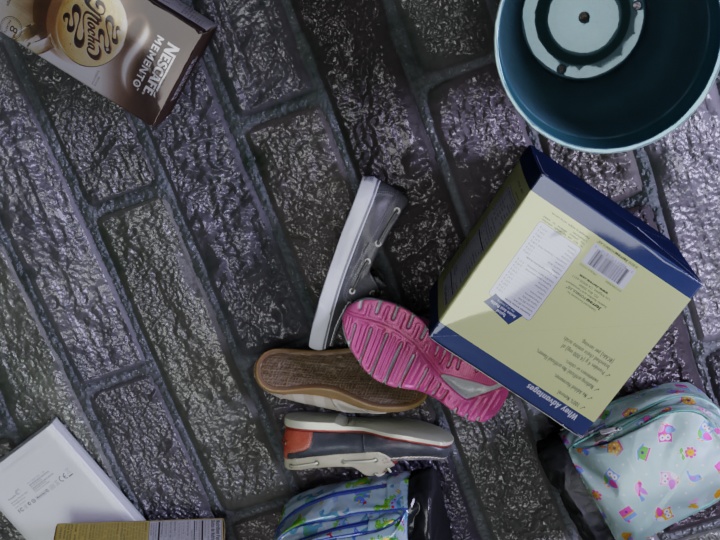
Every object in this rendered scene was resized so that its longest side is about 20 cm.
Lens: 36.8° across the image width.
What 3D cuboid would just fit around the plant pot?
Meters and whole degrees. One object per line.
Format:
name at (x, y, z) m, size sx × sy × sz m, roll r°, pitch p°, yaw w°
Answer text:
plant pot at (0.220, -0.228, 1.009) m, size 0.197 × 0.188 × 0.203 m, roll 2°, pitch 108°, yaw 5°

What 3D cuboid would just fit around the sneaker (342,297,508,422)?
sneaker at (0.063, 0.092, 1.174) m, size 0.199 × 0.088 × 0.082 m, roll 33°, pitch 95°, yaw -15°

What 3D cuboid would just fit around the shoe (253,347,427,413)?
shoe at (-0.022, 0.122, 1.220) m, size 0.197 × 0.053 × 0.071 m, roll 9°, pitch 72°, yaw -6°

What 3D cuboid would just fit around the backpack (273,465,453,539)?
backpack at (-0.005, 0.315, 1.242) m, size 0.197 × 0.154 × 0.165 m, roll 2°, pitch 126°, yaw 19°

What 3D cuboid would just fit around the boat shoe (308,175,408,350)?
boat shoe at (0.000, 0.000, 1.170) m, size 0.065 × 0.070 × 0.203 m, roll 19°, pitch 101°, yaw -1°

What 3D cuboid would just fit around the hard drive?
hard drive at (-0.352, 0.291, 1.311) m, size 0.131 × 0.026 × 0.201 m, roll -35°, pitch 103°, yaw 14°

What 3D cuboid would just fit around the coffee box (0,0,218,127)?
coffee box at (-0.260, -0.251, 1.097) m, size 0.198 × 0.080 × 0.114 m, roll 31°, pitch 107°, yaw -6°

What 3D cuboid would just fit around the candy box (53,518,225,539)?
candy box at (-0.259, 0.358, 1.283) m, size 0.197 × 0.057 × 0.118 m, roll 1°, pitch 119°, yaw -7°

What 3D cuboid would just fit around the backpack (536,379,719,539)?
backpack at (0.311, 0.211, 1.180) m, size 0.198 × 0.127 × 0.168 m, roll -29°, pitch 101°, yaw 10°

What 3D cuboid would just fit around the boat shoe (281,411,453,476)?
boat shoe at (0.007, 0.201, 1.227) m, size 0.197 × 0.071 × 0.064 m, roll 3°, pitch 95°, yaw 9°

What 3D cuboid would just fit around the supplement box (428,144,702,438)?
supplement box at (0.202, 0.019, 1.120) m, size 0.199 × 0.134 × 0.201 m, roll 33°, pitch 108°, yaw -6°
